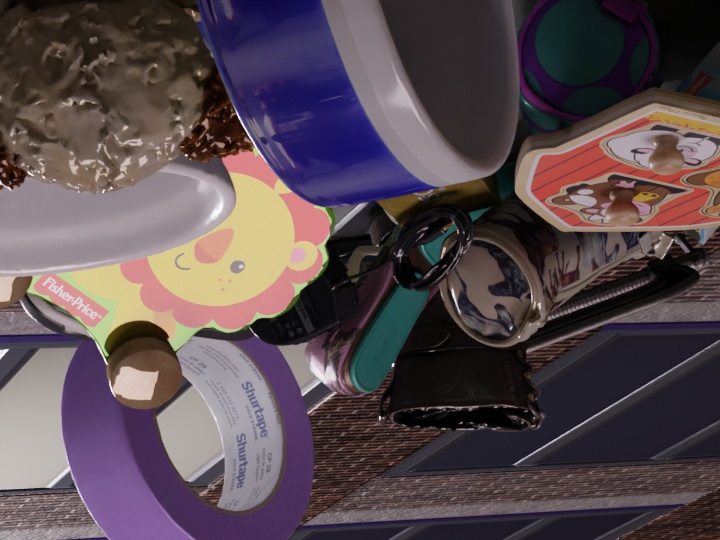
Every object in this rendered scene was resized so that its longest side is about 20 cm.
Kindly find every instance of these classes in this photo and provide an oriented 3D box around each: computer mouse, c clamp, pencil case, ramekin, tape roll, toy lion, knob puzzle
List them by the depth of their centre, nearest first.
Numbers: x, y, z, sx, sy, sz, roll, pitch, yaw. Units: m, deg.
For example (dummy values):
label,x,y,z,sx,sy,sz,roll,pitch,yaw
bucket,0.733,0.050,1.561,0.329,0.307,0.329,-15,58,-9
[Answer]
label,x,y,z,sx,sy,sz,roll,pitch,yaw
ramekin,-0.170,-0.070,1.315,0.199,0.098,0.201,-7,166,-2
knob puzzle,0.176,-0.045,1.419,0.218,0.031,0.220,0,163,0
pencil case,0.142,-0.097,1.464,0.092,0.085,0.200,-41,162,-4
toy lion,-0.123,-0.024,1.507,0.200,0.069,0.192,36,106,-32
computer mouse,0.000,0.000,1.565,0.199,0.059,0.034,-22,-177,40
pencil case,0.126,-0.016,1.585,0.200,0.089,0.078,-32,148,-51
c clamp,0.165,0.026,1.775,0.199,0.027,0.171,-21,-171,-5
tape roll,-0.124,0.119,1.802,0.065,0.201,0.200,-24,157,37

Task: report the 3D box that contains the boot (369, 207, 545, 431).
label,x,y,z,sx,sy,sz,roll,pitch,yaw
boot,0.099,0.032,1.676,0.199,0.175,0.069,-7,147,-5

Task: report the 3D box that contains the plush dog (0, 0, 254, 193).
label,x,y,z,sx,sy,sz,roll,pitch,yaw
plush dog,-0.117,-0.118,1.116,0.199,0.173,0.161,-7,161,1

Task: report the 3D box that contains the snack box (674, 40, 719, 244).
label,x,y,z,sx,sy,sz,roll,pitch,yaw
snack box,0.231,-0.097,1.487,0.116,0.037,0.200,-48,164,-9

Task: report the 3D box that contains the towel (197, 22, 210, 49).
label,x,y,z,sx,sy,sz,roll,pitch,yaw
towel,-0.111,-0.144,1.303,0.199,0.024,0.145,-10,164,9

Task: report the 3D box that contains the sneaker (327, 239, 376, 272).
label,x,y,z,sx,sy,sz,roll,pitch,yaw
sneaker,0.036,0.018,1.792,0.199,0.075,0.087,-4,167,-13

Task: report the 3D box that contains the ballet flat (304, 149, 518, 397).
label,x,y,z,sx,sy,sz,roll,pitch,yaw
ballet flat,0.029,-0.009,1.632,0.071,0.200,0.069,29,168,39

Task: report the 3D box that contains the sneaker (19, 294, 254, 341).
label,x,y,z,sx,sy,sz,roll,pitch,yaw
sneaker,-0.136,-0.004,1.676,0.199,0.072,0.083,1,136,-31

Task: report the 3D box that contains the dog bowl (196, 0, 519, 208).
label,x,y,z,sx,sy,sz,roll,pitch,yaw
dog bowl,-0.001,-0.131,1.094,0.078,0.201,0.200,-12,162,21

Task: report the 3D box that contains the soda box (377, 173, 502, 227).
label,x,y,z,sx,sy,sz,roll,pitch,yaw
soda box,0.025,-0.087,1.469,0.067,0.064,0.200,-14,162,14
